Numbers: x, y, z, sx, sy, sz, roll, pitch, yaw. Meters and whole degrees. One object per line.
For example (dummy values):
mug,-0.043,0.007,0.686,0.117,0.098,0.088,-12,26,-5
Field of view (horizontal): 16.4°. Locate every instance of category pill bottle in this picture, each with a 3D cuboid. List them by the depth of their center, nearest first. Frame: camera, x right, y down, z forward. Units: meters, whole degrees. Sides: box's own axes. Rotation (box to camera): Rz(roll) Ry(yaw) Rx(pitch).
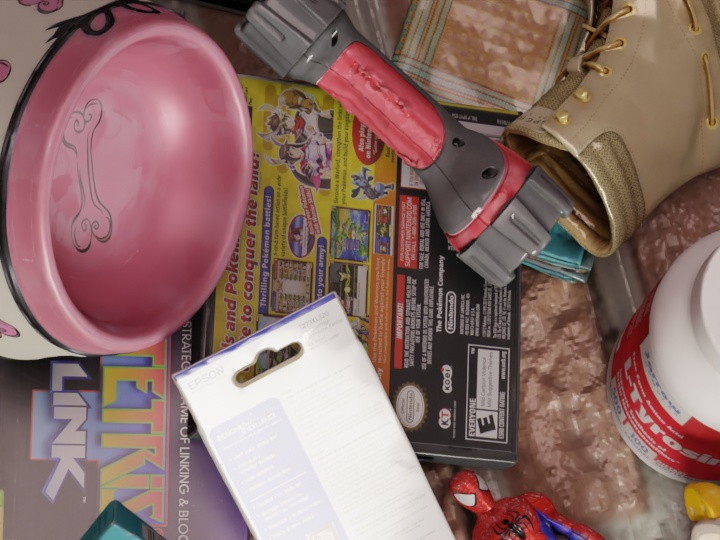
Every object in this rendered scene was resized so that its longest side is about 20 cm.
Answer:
pill bottle,0.199,0.042,1.306,0.111,0.200,0.113,1,75,-4

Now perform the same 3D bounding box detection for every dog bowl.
dog bowl,-0.130,-0.047,1.244,0.073,0.200,0.201,12,71,32

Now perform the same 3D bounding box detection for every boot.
boot,0.130,-0.124,1.377,0.155,0.073,0.201,-36,102,-28

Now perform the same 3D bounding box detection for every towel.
towel,0.089,-0.107,1.430,0.146,0.022,0.201,18,74,0

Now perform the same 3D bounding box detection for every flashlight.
flashlight,0.020,-0.078,1.327,0.200,0.068,0.068,41,63,-5

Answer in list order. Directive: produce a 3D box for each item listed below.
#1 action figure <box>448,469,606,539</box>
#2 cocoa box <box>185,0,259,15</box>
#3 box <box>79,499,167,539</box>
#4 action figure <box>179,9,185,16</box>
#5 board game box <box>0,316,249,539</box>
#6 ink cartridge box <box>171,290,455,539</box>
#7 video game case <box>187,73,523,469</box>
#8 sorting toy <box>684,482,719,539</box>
action figure,0.123,0.180,1.345,0.200,0.052,0.065,43,80,9
cocoa box,-0.100,-0.235,1.389,0.199,0.133,0.132,13,75,-1
box,-0.156,0.222,1.269,0.082,0.049,0.200,38,93,-9
action figure,-0.161,-0.072,1.360,0.118,0.103,0.200,19,38,21
board game box,-0.141,0.094,1.339,0.164,0.057,0.201,0,75,-4
ink cartridge box,-0.019,0.108,1.295,0.094,0.037,0.201,-27,118,-4
video game case,0.000,0.000,1.351,0.180,0.025,0.201,7,74,-16
sorting toy,0.270,0.135,1.315,0.179,0.200,0.107,-31,56,-15
